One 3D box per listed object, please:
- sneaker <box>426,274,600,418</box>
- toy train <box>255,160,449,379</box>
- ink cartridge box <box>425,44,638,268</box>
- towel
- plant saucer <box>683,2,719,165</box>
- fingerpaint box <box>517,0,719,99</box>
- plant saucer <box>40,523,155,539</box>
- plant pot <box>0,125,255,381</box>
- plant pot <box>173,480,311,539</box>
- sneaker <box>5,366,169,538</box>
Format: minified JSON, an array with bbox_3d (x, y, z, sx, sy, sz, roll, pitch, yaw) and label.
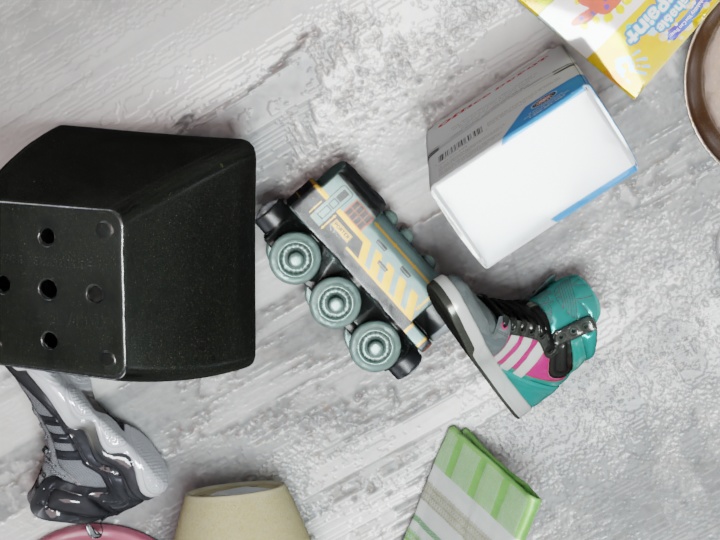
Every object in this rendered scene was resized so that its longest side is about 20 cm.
[{"bbox_3d":[0.143,0.041,1.355,0.121,0.084,0.200,-37,140,1],"label":"sneaker"},{"bbox_3d":[0.000,0.000,1.383,0.114,0.085,0.200,-42,99,2],"label":"toy train"},{"bbox_3d":[0.134,-0.099,1.286,0.146,0.200,0.086,-33,102,11],"label":"ink cartridge box"},{"bbox_3d":[0.091,0.261,1.419,0.031,0.149,0.201,13,105,-34],"label":"towel"},{"bbox_3d":[0.374,-0.167,1.343,0.199,0.035,0.201,1,105,3],"label":"plant saucer"},{"bbox_3d":[0.228,-0.273,1.300,0.167,0.073,0.200,39,103,-4],"label":"fingerpaint box"},{"bbox_3d":[-0.249,0.342,1.497,0.199,0.051,0.202,1,104,3],"label":"plant saucer"},{"bbox_3d":[-0.212,-0.003,1.307,0.199,0.177,0.201,6,105,19],"label":"plant pot"},{"bbox_3d":[-0.103,0.297,1.427,0.186,0.187,0.201,-5,89,4],"label":"plant pot"},{"bbox_3d":[-0.277,0.158,1.437,0.114,0.076,0.200,-41,102,9],"label":"sneaker"}]
